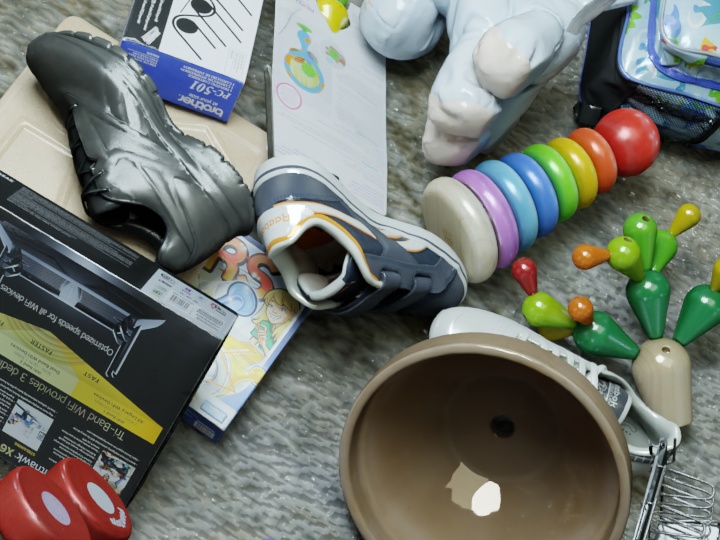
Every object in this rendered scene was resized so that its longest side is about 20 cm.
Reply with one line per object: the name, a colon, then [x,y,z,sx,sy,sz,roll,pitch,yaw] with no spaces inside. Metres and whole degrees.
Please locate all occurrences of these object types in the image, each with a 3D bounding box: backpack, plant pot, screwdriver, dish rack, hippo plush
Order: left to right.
screwdriver: [-0.059,-0.078,1.022,0.029,0.200,0.028,-15,58,-17]
hippo plush: [0.080,-0.197,1.113,0.161,0.159,0.200,46,106,9]
plant pot: [0.092,0.127,1.015,0.200,0.201,0.093,37,25,1]
dish rack: [0.205,0.209,0.989,0.054,0.200,0.154,12,63,18]
backpack: [0.300,-0.193,1.204,0.199,0.147,0.184,16,68,-13]

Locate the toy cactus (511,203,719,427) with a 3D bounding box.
toy cactus: [0.218,0.039,1.127,0.199,0.102,0.166,-12,91,-23]

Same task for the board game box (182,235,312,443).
board game box: [-0.144,0.011,1.049,0.200,0.034,0.136,35,62,0]

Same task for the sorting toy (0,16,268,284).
sorting toy: [-0.179,-0.069,1.037,0.185,0.037,0.200,31,57,-2]

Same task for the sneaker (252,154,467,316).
sneaker: [0.000,0.000,1.040,0.200,0.078,0.080,30,42,-34]

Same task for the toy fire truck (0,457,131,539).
toy fire truck: [-0.179,0.213,0.871,0.112,0.200,0.168,-40,82,4]

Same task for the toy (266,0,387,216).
toy: [-0.033,-0.137,1.129,0.115,0.047,0.201,27,50,-31]

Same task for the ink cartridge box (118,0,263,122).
ink cartridge box: [-0.123,-0.206,1.105,0.094,0.044,0.201,19,45,-12]

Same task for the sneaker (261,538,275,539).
sneaker: [0.009,0.234,0.981,0.199,0.081,0.084,23,58,-5]

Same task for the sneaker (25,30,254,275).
sneaker: [-0.164,-0.081,0.987,0.200,0.076,0.091,44,64,9]

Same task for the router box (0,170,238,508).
router box: [-0.204,0.048,0.955,0.199,0.158,0.052,32,20,-2]

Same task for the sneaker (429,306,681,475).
sneaker: [0.143,0.082,1.071,0.199,0.080,0.077,31,65,-9]

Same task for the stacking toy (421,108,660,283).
stacking toy: [0.150,-0.067,1.134,0.199,0.085,0.086,-26,77,-20]
